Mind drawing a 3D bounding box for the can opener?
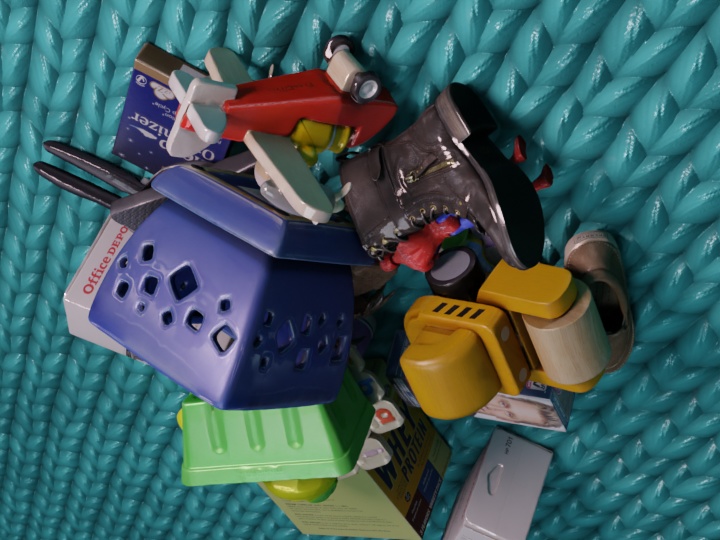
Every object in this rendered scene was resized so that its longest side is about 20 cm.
[{"bbox_3d":[-0.278,-0.091,1.498,0.199,0.064,0.079,32,173,6],"label":"can opener"}]

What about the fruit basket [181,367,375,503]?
[{"bbox_3d":[-0.083,0.196,1.454,0.212,0.156,0.218,6,118,12],"label":"fruit basket"}]

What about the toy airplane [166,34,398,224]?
[{"bbox_3d":[-0.083,-0.125,1.204,0.197,0.201,0.142,18,133,11],"label":"toy airplane"}]

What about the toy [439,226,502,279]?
[{"bbox_3d":[0.152,0.030,1.398,0.114,0.048,0.200,-13,130,44],"label":"toy"}]

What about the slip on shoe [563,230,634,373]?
[{"bbox_3d":[0.243,0.048,1.340,0.075,0.061,0.201,-7,136,4],"label":"slip on shoe"}]

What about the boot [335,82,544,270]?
[{"bbox_3d":[0.069,-0.058,1.232,0.174,0.202,0.069,-36,159,36],"label":"boot"}]

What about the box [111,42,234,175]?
[{"bbox_3d":[-0.195,-0.143,1.398,0.120,0.033,0.200,27,147,-3],"label":"box"}]

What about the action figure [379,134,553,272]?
[{"bbox_3d":[0.096,-0.068,1.301,0.199,0.099,0.065,-35,114,27],"label":"action figure"}]

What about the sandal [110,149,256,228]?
[{"bbox_3d":[-0.167,-0.091,1.385,0.198,0.043,0.076,-19,157,4],"label":"sandal"}]

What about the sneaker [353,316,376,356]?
[{"bbox_3d":[-0.086,0.097,1.577,0.198,0.115,0.073,-4,139,37],"label":"sneaker"}]

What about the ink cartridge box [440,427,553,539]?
[{"bbox_3d":[0.162,0.315,1.682,0.085,0.147,0.201,24,146,2],"label":"ink cartridge box"}]

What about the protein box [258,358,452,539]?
[{"bbox_3d":[-0.024,0.230,1.692,0.196,0.136,0.201,-5,136,36],"label":"protein box"}]

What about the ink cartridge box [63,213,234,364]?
[{"bbox_3d":[-0.226,0.032,1.546,0.198,0.146,0.085,21,146,6],"label":"ink cartridge box"}]

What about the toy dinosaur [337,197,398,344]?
[{"bbox_3d":[0.000,0.000,1.424,0.135,0.086,0.199,38,139,-19],"label":"toy dinosaur"}]

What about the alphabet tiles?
[{"bbox_3d":[-0.051,0.153,1.511,0.194,0.015,0.201,-24,109,36],"label":"alphabet tiles"}]

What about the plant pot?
[{"bbox_3d":[-0.113,0.010,1.286,0.199,0.182,0.199,28,-168,31],"label":"plant pot"}]

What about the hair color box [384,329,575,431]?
[{"bbox_3d":[0.137,0.125,1.506,0.197,0.061,0.100,6,156,24],"label":"hair color box"}]

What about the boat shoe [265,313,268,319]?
[{"bbox_3d":[-0.124,0.005,1.454,0.201,0.071,0.063,54,157,29],"label":"boat shoe"}]

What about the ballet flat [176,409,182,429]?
[{"bbox_3d":[-0.203,0.219,1.850,0.199,0.068,0.067,-17,129,44],"label":"ballet flat"}]

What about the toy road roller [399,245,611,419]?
[{"bbox_3d":[0.129,0.076,1.291,0.198,0.146,0.124,10,140,40],"label":"toy road roller"}]
